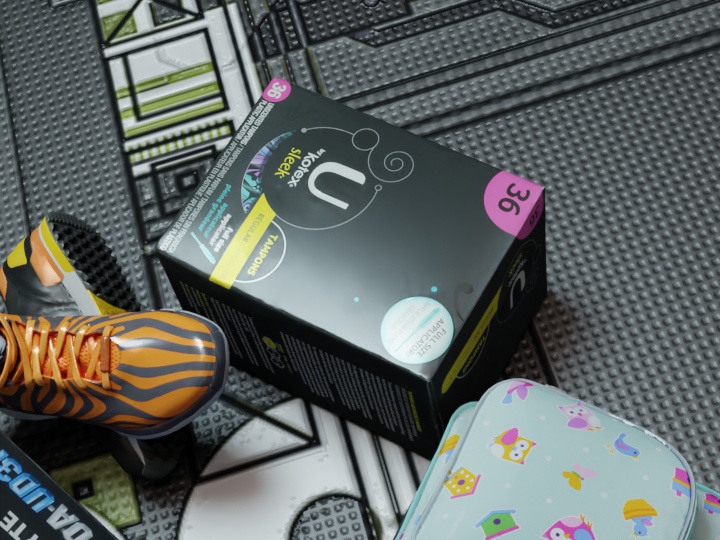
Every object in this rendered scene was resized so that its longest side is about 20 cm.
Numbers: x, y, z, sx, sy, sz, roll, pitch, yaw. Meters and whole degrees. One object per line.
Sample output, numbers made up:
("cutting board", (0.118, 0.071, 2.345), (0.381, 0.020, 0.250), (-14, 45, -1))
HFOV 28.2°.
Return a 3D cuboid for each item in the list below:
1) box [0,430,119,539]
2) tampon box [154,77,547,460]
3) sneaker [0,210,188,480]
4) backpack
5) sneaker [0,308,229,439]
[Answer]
("box", (-0.218, 0.119, 0.810), (0.200, 0.159, 0.046), (44, 69, -6))
("tampon box", (0.000, 0.000, 0.913), (0.198, 0.127, 0.151), (23, 65, 21))
("sneaker", (-0.185, 0.063, 0.952), (0.090, 0.070, 0.201), (-37, 65, 20))
("backpack", (0.117, 0.168, 0.776), (0.198, 0.154, 0.176), (23, 47, 11))
("sneaker", (-0.181, 0.057, 0.843), (0.198, 0.112, 0.079), (-7, 75, 28))
